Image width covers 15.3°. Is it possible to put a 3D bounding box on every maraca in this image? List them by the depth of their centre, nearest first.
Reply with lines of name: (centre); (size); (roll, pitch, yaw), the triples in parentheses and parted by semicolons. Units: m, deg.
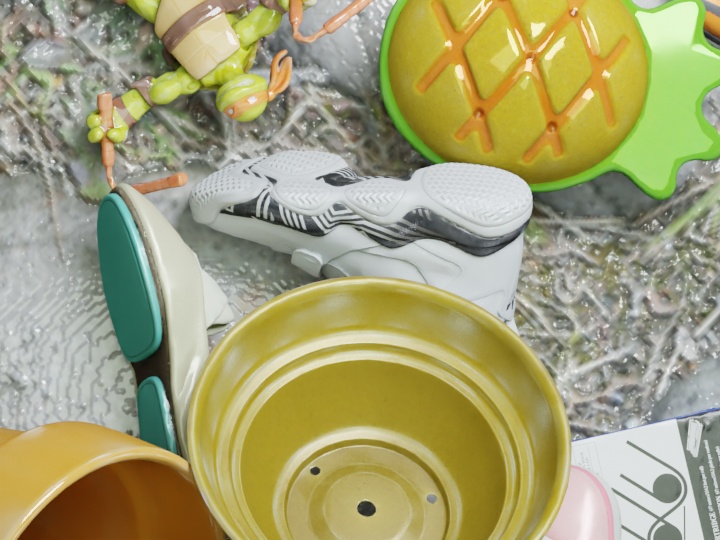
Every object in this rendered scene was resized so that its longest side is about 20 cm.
maraca: (0.109, -0.108, 1.490); (0.199, 0.107, 0.138); (10, 91, -4)

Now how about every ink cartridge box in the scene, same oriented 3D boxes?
ink cartridge box: (0.179, 0.185, 1.500); (0.094, 0.044, 0.201); (-13, 86, -4)

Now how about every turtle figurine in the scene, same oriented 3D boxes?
turtle figurine: (-0.087, -0.147, 1.494); (0.200, 0.064, 0.162); (-36, 80, 20)

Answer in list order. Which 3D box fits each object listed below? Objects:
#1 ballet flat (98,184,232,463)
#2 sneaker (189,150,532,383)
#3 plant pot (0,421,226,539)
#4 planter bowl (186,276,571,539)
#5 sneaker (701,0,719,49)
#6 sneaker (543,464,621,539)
ballet flat: (-0.098, 0.050, 1.481); (0.069, 0.069, 0.201); (-9, 87, -6)
sneaker: (0.000, 0.000, 1.482); (0.199, 0.075, 0.115); (4, 113, 20)
plant pot: (-0.201, 0.159, 1.390); (0.183, 0.200, 0.201); (20, 82, 35)
planter bowl: (0.006, 0.107, 1.407); (0.199, 0.084, 0.201); (4, 54, -5)
sneaker: (0.280, -0.155, 1.506); (0.199, 0.112, 0.078); (8, 84, -4)
sneaker: (0.069, 0.185, 1.424); (0.075, 0.105, 0.201); (25, 80, 30)
